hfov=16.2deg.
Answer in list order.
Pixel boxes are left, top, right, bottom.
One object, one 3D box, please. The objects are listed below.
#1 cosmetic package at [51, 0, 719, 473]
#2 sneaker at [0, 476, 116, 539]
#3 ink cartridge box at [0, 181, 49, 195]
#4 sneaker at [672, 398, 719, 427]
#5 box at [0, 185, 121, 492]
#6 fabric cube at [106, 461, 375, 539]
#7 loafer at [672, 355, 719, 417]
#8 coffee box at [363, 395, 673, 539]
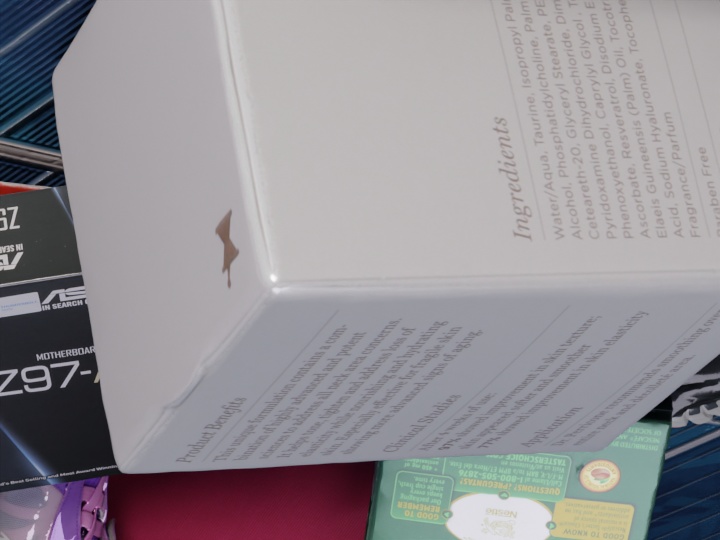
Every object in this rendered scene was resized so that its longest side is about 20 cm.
[{"bbox_3d":[0.018,-0.035,0.893,0.200,0.166,0.167,-1,156,-25],"label":"cosmetic package"},{"bbox_3d":[-0.144,0.111,1.182,0.080,0.088,0.200,-39,171,-50],"label":"sneaker"},{"bbox_3d":[-0.218,0.016,1.083,0.174,0.044,0.200,8,152,-36],"label":"ink cartridge box"},{"bbox_3d":[0.120,0.030,1.216,0.200,0.081,0.075,-2,155,-17],"label":"sneaker"},{"bbox_3d":[-0.170,0.036,1.010,0.200,0.044,0.160,-8,148,-6],"label":"box"},{"bbox_3d":[-0.028,0.158,1.306,0.196,0.200,0.199,-13,157,11],"label":"fabric cube"},{"bbox_3d":[0.166,0.017,1.096,0.200,0.070,0.068,-17,-176,7],"label":"loafer"},{"bbox_3d":[0.059,0.127,1.100,0.123,0.044,0.200,6,122,-1],"label":"coffee box"}]
